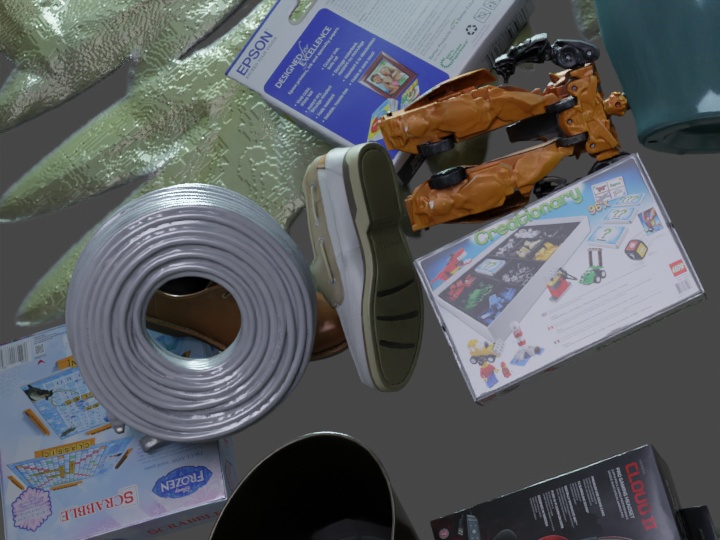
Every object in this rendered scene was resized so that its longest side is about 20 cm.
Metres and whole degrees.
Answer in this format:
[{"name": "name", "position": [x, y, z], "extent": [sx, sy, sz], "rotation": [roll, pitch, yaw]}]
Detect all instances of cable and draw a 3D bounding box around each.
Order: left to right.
[{"name": "cable", "position": [-0.134, 0.036, 1.615], "extent": [0.199, 0.069, 0.201], "rotation": [-22, 103, 3]}]

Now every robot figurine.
[{"name": "robot figurine", "position": [0.122, -0.110, 1.666], "extent": [0.199, 0.058, 0.146], "rotation": [-17, 100, 8]}]

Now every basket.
[{"name": "basket", "position": [-0.013, 0.233, 1.503], "extent": [0.136, 0.200, 0.181], "rotation": [19, 75, 26]}]

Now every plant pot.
[{"name": "plant pot", "position": [0.275, -0.194, 1.601], "extent": [0.199, 0.200, 0.189], "rotation": [-6, 80, 18]}]

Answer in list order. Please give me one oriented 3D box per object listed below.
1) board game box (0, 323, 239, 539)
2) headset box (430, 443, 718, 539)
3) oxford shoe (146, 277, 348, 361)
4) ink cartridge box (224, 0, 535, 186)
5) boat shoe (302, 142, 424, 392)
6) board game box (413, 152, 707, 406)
[{"name": "board game box", "position": [-0.208, 0.132, 1.714], "extent": [0.199, 0.041, 0.200], "rotation": [-17, 62, 13]}, {"name": "headset box", "position": [0.169, 0.228, 1.508], "extent": [0.199, 0.075, 0.149], "rotation": [-20, 61, 12]}, {"name": "oxford shoe", "position": [-0.098, 0.027, 1.678], "extent": [0.199, 0.071, 0.072], "rotation": [10, 59, -1]}, {"name": "ink cartridge box", "position": [0.015, -0.198, 1.779], "extent": [0.200, 0.047, 0.198], "rotation": [32, 82, 31]}, {"name": "boat shoe", "position": [0.000, 0.000, 1.662], "extent": [0.068, 0.075, 0.201], "rotation": [-8, 86, 38]}, {"name": "board game box", "position": [0.157, 0.007, 1.620], "extent": [0.199, 0.035, 0.127], "rotation": [-26, 75, 8]}]
